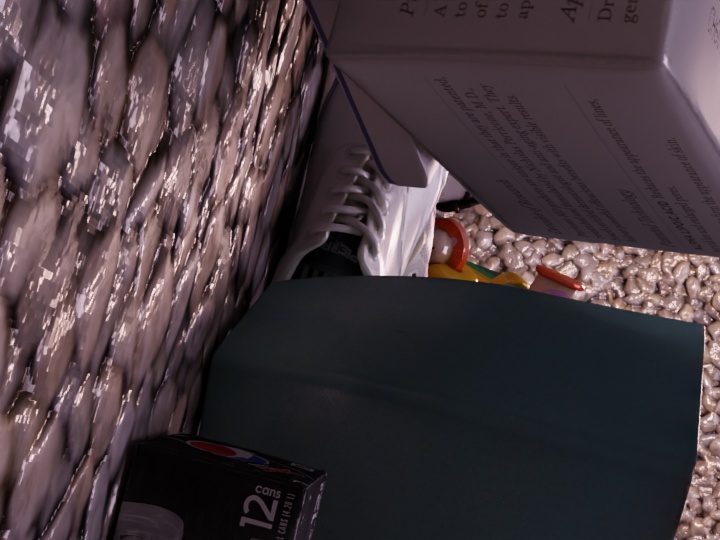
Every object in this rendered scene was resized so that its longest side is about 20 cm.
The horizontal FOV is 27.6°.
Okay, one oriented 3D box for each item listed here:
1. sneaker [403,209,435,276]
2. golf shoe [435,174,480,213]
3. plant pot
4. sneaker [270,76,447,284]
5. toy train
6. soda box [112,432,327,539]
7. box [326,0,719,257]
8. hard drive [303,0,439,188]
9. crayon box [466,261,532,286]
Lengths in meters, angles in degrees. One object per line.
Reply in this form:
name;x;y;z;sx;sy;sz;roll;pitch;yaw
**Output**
sneaker;0.000;0.000;0.816;0.088;0.080;0.202;-53;148;-75
golf shoe;0.083;-0.064;0.899;0.095;0.198;0.078;-49;134;-45
plant pot;0.034;0.086;0.642;0.141;0.198;0.143;-54;157;-65
sneaker;0.000;-0.023;0.728;0.071;0.072;0.202;-57;161;-85
toy train;0.080;-0.011;0.955;0.056;0.199;0.150;-61;174;21
soda box;-0.068;0.163;0.522;0.071;0.063;0.202;35;68;-84
box;0.104;-0.132;0.584;0.200;0.129;0.201;35;67;-58
hard drive;0.039;-0.154;0.623;0.201;0.025;0.132;-62;145;-31
crayon box;0.054;0.044;0.990;0.200;0.118;0.059;-32;140;-67
